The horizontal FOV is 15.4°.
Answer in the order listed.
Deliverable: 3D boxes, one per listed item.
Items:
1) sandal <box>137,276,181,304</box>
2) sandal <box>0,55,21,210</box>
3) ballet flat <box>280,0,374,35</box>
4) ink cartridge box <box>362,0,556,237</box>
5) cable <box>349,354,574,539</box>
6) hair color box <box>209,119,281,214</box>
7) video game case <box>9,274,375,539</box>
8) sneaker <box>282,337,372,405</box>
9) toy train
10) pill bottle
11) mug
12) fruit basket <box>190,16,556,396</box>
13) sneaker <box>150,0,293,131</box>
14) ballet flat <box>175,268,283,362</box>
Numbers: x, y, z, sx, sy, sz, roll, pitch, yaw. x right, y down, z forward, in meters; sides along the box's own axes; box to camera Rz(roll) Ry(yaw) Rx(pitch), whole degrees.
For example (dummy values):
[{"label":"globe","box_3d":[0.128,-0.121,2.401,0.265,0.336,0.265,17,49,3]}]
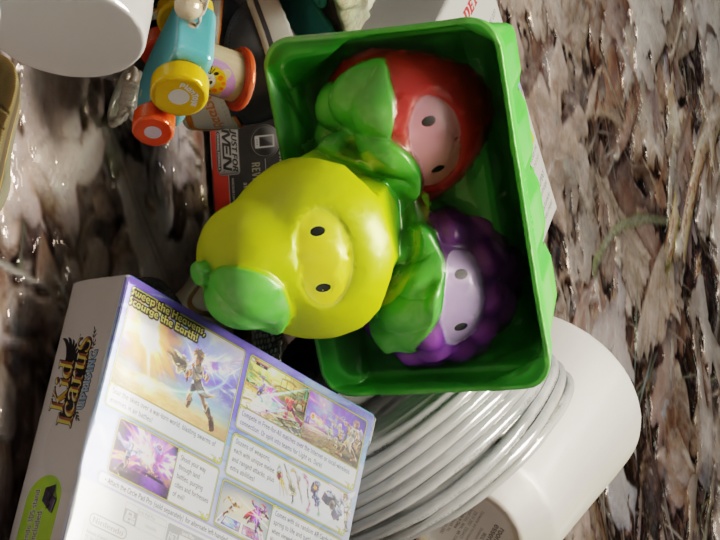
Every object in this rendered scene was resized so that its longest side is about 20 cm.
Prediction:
[{"label":"sandal","box_3d":[-0.117,0.105,1.404,0.076,0.043,0.202,-8,93,-50]},{"label":"sandal","box_3d":[-0.198,-0.024,1.203,0.201,0.080,0.054,-77,174,-47]},{"label":"ballet flat","box_3d":[-0.008,-0.167,1.470,0.068,0.062,0.200,58,-7,3]},{"label":"ink cartridge box","box_3d":[0.046,-0.081,1.636,0.145,0.084,0.201,-65,141,-53]},{"label":"cable","box_3d":[0.026,0.096,1.546,0.200,0.199,0.069,-42,104,-39]},{"label":"hair color box","box_3d":[-0.024,-0.038,1.644,0.200,0.061,0.102,8,78,-69]},{"label":"video game case","box_3d":[-0.086,0.125,1.366,0.200,0.045,0.182,32,62,-41]},{"label":"sneaker","box_3d":[0.000,0.000,1.535,0.112,0.199,0.073,62,-13,-25]},{"label":"toy train","box_3d":[-0.075,-0.160,1.402,0.150,0.055,0.201,-140,-114,-73]},{"label":"pill bottle","box_3d":[-0.133,-0.203,1.338,0.111,0.111,0.201,53,37,-53]},{"label":"mug","box_3d":[0.106,0.146,1.833,0.153,0.149,0.187,-55,129,-47]},{"label":"fruit basket","box_3d":[0.011,-0.026,1.390,0.215,0.155,0.217,-4,90,-67]},{"label":"sneaker","box_3d":[-0.085,-0.149,1.513,0.200,0.079,0.079,-108,179,-56]},{"label":"ballet flat","box_3d":[-0.077,0.046,1.492,0.072,0.072,0.202,36,51,-62]}]
